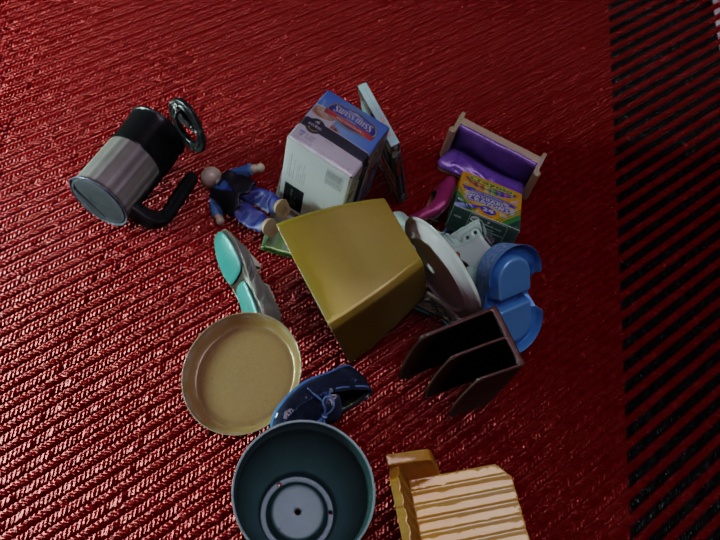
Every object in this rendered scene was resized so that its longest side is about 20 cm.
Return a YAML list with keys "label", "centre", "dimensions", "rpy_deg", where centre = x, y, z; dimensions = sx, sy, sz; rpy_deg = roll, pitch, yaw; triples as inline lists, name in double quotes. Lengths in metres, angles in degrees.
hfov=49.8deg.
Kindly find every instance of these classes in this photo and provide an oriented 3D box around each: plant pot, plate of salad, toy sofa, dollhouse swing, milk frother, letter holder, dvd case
- label: "plant pot"
  centre: [-0.087, 0.335, 1.118]
  dimensions: [0.198, 0.135, 0.202]
  rpy_deg: [5, 59, -8]
- label: "plate of salad"
  centre: [0.139, -0.005, 1.246]
  dimensions: [0.048, 0.200, 0.201]
  rpy_deg: [-33, 70, -13]
- label: "toy sofa"
  centre: [0.257, -0.217, 1.534]
  dimensions: [0.199, 0.083, 0.098]
  rpy_deg: [29, 58, 7]
- label: "dollhouse swing"
  centre: [0.152, 0.366, 1.133]
  dimensions: [0.174, 0.182, 0.202]
  rpy_deg: [-15, 61, 5]
- label: "milk frother"
  centre: [-0.375, -0.192, 1.339]
  dimensions: [0.179, 0.200, 0.189]
  rpy_deg: [28, 59, 2]
- label: "letter holder"
  centre: [0.148, 0.159, 1.222]
  dimensions: [0.141, 0.200, 0.101]
  rpy_deg: [-18, 67, -16]
- label: "dvd case"
  centre: [0.043, -0.233, 1.438]
  dimensions: [0.022, 0.200, 0.147]
  rpy_deg: [-25, 65, -2]
- label: "plant pot"
  centre: [-0.187, 0.165, 1.234]
  dimensions: [0.198, 0.028, 0.202]
  rpy_deg: [-5, 64, 9]
- label: "plant pot"
  centre: [0.000, 0.000, 1.264]
  dimensions: [0.175, 0.200, 0.201]
  rpy_deg: [-29, 67, -3]

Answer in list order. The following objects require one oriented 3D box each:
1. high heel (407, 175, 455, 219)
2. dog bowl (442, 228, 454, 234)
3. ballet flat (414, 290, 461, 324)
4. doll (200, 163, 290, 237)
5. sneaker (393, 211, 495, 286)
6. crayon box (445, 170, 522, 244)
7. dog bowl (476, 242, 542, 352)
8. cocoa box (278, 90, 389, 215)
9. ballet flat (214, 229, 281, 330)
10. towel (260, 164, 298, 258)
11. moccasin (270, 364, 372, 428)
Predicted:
- label: "high heel"
  centre: [0.106, -0.118, 1.454]
  dimensions: [0.096, 0.067, 0.201]
  rpy_deg: [32, 62, -3]
- label: "dog bowl"
  centre: [0.213, -0.004, 1.411]
  dimensions: [0.111, 0.050, 0.200]
  rpy_deg: [-32, 69, -25]
- label: "ballet flat"
  centre: [0.148, 0.063, 1.352]
  dimensions: [0.199, 0.068, 0.076]
  rpy_deg: [32, 94, 12]
- label: "doll"
  centre: [-0.214, -0.137, 1.400]
  dimensions: [0.199, 0.048, 0.137]
  rpy_deg: [30, 83, 30]
- label: "sneaker"
  centre: [0.149, -0.062, 1.341]
  dimensions: [0.200, 0.118, 0.074]
  rpy_deg: [42, 17, 9]
- label: "crayon box"
  centre: [0.232, -0.119, 1.436]
  dimensions: [0.125, 0.052, 0.200]
  rpy_deg: [22, 29, 1]
- label: "dog bowl"
  centre: [0.248, 0.044, 1.308]
  dimensions: [0.111, 0.202, 0.050]
  rpy_deg: [-20, 28, -23]
- label: "cocoa box"
  centre: [-0.050, -0.183, 1.359]
  dimensions: [0.133, 0.200, 0.132]
  rpy_deg: [32, 61, 7]
- label: "ballet flat"
  centre: [-0.193, 0.017, 1.338]
  dimensions: [0.063, 0.067, 0.201]
  rpy_deg: [-3, 57, -44]
- label: "towel"
  centre: [-0.092, -0.108, 1.438]
  dimensions: [0.148, 0.031, 0.202]
  rpy_deg: [13, 59, -2]
- label: "moccasin"
  centre: [-0.053, 0.201, 1.202]
  dimensions: [0.068, 0.081, 0.199]
  rpy_deg: [33, 39, 26]
